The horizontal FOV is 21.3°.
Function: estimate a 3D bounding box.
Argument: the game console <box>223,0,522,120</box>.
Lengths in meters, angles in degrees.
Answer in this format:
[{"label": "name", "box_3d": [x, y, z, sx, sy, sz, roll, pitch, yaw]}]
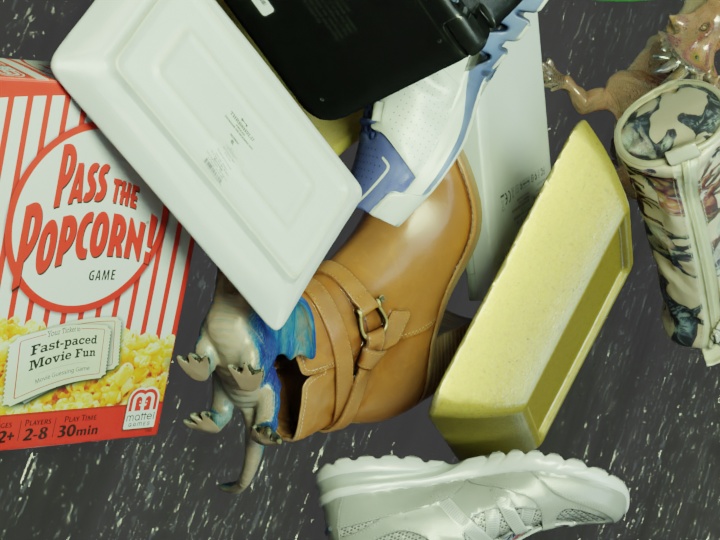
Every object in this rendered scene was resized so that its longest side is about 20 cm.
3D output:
[{"label": "game console", "box_3d": [0.002, -0.212, 1.033, 0.200, 0.175, 0.117, 53, 35, -21]}]

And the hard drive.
[{"label": "hard drive", "box_3d": [0.093, -0.094, 1.257, 0.132, 0.026, 0.202, -32, 119, -62]}]

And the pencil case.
[{"label": "pencil case", "box_3d": [0.221, -0.033, 1.262, 0.077, 0.090, 0.201, -20, 134, 2]}]

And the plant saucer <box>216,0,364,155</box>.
[{"label": "plant saucer", "box_3d": [-0.055, -0.160, 1.119, 0.200, 0.048, 0.201, -39, 119, -35]}]

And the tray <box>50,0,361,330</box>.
[{"label": "tray", "box_3d": [-0.070, -0.073, 1.002, 0.200, 0.022, 0.108, 51, 55, -30]}]

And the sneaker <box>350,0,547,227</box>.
[{"label": "sneaker", "box_3d": [0.025, -0.136, 1.118, 0.115, 0.081, 0.200, 29, 91, -11]}]

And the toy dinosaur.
[{"label": "toy dinosaur", "box_3d": [0.209, -0.093, 1.324, 0.086, 0.135, 0.202, -27, 113, -39]}]

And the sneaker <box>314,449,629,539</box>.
[{"label": "sneaker", "box_3d": [0.071, 0.160, 1.203, 0.198, 0.075, 0.083, -2, 75, -2]}]

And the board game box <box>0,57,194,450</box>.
[{"label": "board game box", "box_3d": [-0.160, -0.008, 1.004, 0.151, 0.046, 0.202, -3, 111, -44]}]

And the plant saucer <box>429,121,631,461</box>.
[{"label": "plant saucer", "box_3d": [0.120, 0.029, 1.211, 0.201, 0.048, 0.200, -62, 165, -9]}]

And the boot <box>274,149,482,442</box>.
[{"label": "boot", "box_3d": [0.000, 0.000, 1.177, 0.154, 0.073, 0.202, -18, 104, -38]}]

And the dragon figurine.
[{"label": "dragon figurine", "box_3d": [-0.061, 0.044, 1.094, 0.201, 0.058, 0.100, 80, 24, -47]}]

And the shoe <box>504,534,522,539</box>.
[{"label": "shoe", "box_3d": [0.053, 0.216, 1.257, 0.200, 0.071, 0.092, -37, 122, -30]}]
